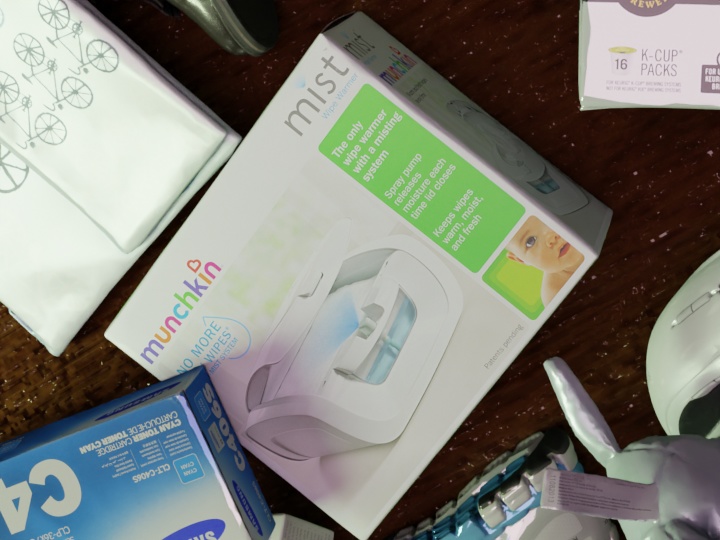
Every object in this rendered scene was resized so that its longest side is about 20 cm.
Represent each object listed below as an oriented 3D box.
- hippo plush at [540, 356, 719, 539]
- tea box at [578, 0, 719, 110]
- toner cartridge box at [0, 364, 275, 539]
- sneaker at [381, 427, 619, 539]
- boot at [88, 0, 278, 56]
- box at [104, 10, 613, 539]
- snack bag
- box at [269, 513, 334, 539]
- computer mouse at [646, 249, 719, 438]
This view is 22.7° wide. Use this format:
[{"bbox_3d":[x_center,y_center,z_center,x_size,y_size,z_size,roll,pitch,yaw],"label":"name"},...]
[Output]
[{"bbox_3d":[0.165,0.168,0.854,0.198,0.160,0.162,11,134,-2],"label":"hippo plush"},{"bbox_3d":[0.205,-0.175,0.817,0.198,0.134,0.199,2,103,12],"label":"tea box"},{"bbox_3d":[-0.153,0.130,0.918,0.199,0.043,0.096,-22,101,14],"label":"toner cartridge box"},{"bbox_3d":[0.053,0.175,0.970,0.199,0.075,0.087,-35,99,18],"label":"sneaker"},{"bbox_3d":[-0.157,-0.144,0.951,0.200,0.069,0.174,47,114,3],"label":"boot"},{"bbox_3d":[0.000,0.000,0.927,0.176,0.097,0.200,39,109,-1],"label":"box"},{"bbox_3d":[-0.187,-0.068,0.954,0.188,0.021,0.200,41,124,-6],"label":"snack bag"},{"bbox_3d":[-0.056,0.230,0.938,0.039,0.041,0.202,-9,65,45],"label":"box"},{"bbox_3d":[0.182,0.016,0.865,0.044,0.110,0.201,12,135,-16],"label":"computer mouse"}]
